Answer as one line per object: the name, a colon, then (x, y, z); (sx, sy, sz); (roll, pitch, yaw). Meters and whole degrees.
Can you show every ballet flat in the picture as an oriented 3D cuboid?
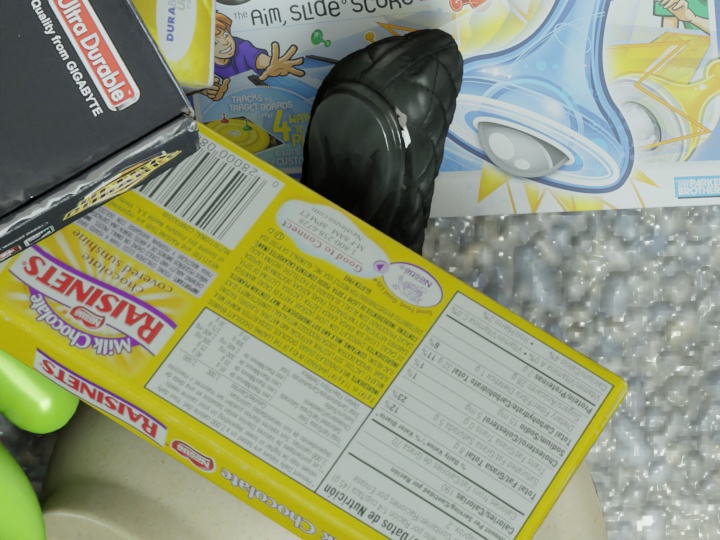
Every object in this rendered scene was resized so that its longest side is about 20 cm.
ballet flat: (0.000, 0.000, 1.040); (0.066, 0.200, 0.057); (40, 49, 20)

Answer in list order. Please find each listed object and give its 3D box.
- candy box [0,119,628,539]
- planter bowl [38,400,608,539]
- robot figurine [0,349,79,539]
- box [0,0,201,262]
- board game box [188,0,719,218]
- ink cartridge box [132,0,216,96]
candy box: (-0.025, 0.023, 0.920); (0.200, 0.026, 0.102); (32, 58, 9)
planter bowl: (-0.034, 0.100, 0.994); (0.135, 0.200, 0.201); (-34, 103, -38)
robot figurine: (-0.175, 0.075, 0.929); (0.176, 0.200, 0.116); (-51, 130, -3)
box: (-0.180, -0.076, 0.876); (0.198, 0.050, 0.201); (-29, 83, -5)
board game box: (0.033, -0.087, 1.040); (0.199, 0.034, 0.136); (-3, 112, 12)
ink cartridge box: (-0.137, -0.167, 0.954); (0.199, 0.047, 0.199); (7, 81, -34)
